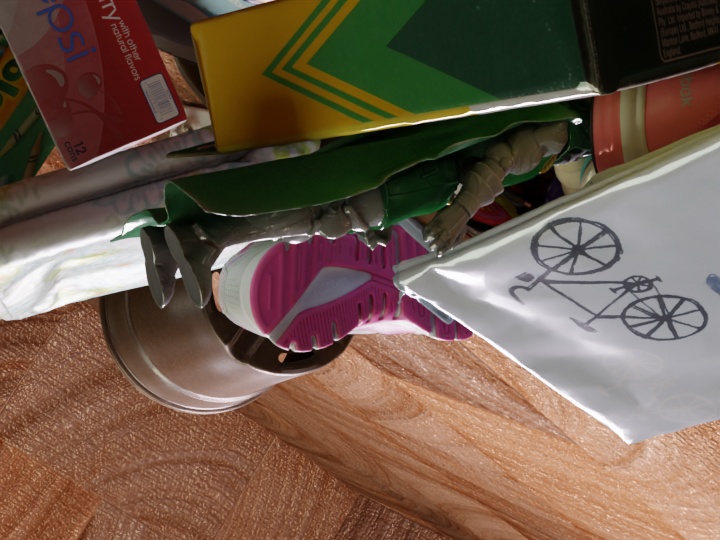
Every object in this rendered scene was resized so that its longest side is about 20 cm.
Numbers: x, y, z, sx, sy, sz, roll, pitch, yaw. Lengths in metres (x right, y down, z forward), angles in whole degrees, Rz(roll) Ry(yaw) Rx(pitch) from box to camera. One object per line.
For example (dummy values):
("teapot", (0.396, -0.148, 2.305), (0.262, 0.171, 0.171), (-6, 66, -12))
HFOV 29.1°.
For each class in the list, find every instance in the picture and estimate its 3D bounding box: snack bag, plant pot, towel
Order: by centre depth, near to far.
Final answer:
("snack bag", (0.145, 0.010, 0.580), (0.200, 0.021, 0.189), (-25, 136, 36))
("towel", (-0.124, -0.024, 0.772), (0.171, 0.200, 0.048), (131, 120, -75))
("plant pot", (-0.101, 0.020, 1.194), (0.200, 0.200, 0.198), (35, 159, -18))

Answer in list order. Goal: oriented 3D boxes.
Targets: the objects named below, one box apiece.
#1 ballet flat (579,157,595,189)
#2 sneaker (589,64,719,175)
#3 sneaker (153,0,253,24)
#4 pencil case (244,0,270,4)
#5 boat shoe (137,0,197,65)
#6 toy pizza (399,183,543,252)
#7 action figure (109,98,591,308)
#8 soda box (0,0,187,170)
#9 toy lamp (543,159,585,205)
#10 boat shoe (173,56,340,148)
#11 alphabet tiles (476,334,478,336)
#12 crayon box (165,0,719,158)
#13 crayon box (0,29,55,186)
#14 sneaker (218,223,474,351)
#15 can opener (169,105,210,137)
("ballet flat", (0.163, -0.006, 0.688), (0.069, 0.069, 0.200), (24, 173, 30))
("sneaker", (0.176, -0.027, 0.585), (0.087, 0.074, 0.200), (-7, 152, 38))
("sneaker", (-0.044, -0.144, 0.631), (0.200, 0.080, 0.131), (28, 169, 13))
("pencil case", (0.006, -0.144, 0.486), (0.083, 0.087, 0.200), (30, 167, -27))
("boat shoe", (-0.062, -0.129, 0.763), (0.200, 0.071, 0.070), (24, 162, 5))
("toy pizza", (0.090, -0.021, 0.769), (0.200, 0.032, 0.200), (30, -162, -11))
("action figure", (0.015, -0.034, 0.534), (0.118, 0.200, 0.055), (2, 109, 64))
("soda box", (-0.151, -0.151, 0.653), (0.070, 0.063, 0.200), (-144, 30, -75))
("toy lamp", (0.092, -0.072, 0.645), (0.058, 0.058, 0.200), (25, 169, 26))
("boat shoe", (-0.039, -0.089, 0.851), (0.200, 0.071, 0.069), (36, 165, -25))
("alphabet tiles", (0.166, 0.045, 0.920), (0.200, 0.008, 0.167), (10, 162, 18))
("crayon box", (0.032, -0.082, 0.489), (0.200, 0.127, 0.051), (-4, 101, 44))
("crayon box", (-0.215, -0.131, 0.801), (0.119, 0.200, 0.058), (27, 167, 18))
("sneaker", (0.000, 0.000, 0.824), (0.200, 0.081, 0.088), (-1, -174, -38))
("can opener", (-0.084, -0.091, 1.035), (0.066, 0.053, 0.200), (-2, -169, -34))
